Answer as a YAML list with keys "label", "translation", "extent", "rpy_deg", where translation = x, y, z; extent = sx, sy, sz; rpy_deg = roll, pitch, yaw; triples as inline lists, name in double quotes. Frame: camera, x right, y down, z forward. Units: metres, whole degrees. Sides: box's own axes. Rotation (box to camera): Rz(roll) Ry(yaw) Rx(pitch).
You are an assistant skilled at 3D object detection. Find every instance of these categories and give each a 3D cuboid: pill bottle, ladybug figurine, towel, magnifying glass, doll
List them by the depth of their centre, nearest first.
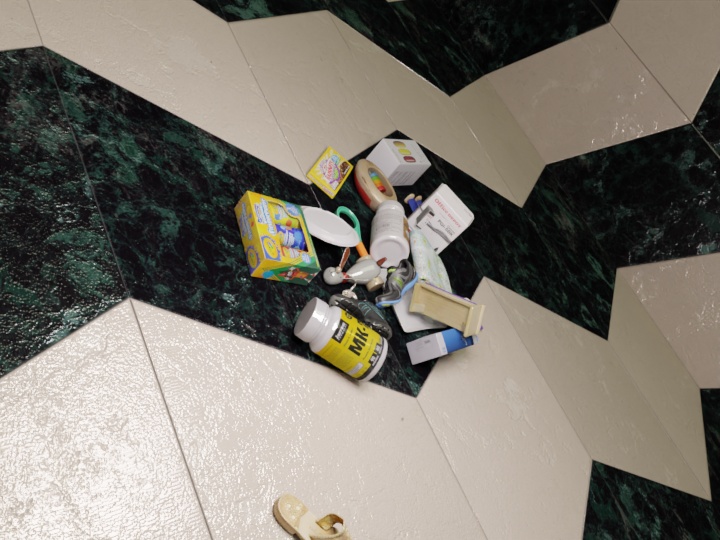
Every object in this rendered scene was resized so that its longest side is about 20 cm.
- label: "pill bottle"
  translation: [-0.045, 0.154, 1.420]
  extent: [0.198, 0.114, 0.116]
  rpy_deg: [34, 36, -18]
- label: "magnifying glass"
  translation: [-0.015, -0.096, 1.784]
  extent: [0.079, 0.022, 0.203]
  rpy_deg: [0, 58, -48]
- label: "pill bottle"
  translation: [0.085, -0.111, 1.827]
  extent: [0.113, 0.114, 0.202]
  rpy_deg: [32, 34, -21]
- label: "towel"
  translation: [0.206, -0.002, 1.844]
  extent: [0.200, 0.047, 0.174]
  rpy_deg: [44, 29, -46]
- label: "ladybug figurine"
  translation: [0.038, -0.257, 1.960]
  extent: [0.134, 0.072, 0.203]
  rpy_deg: [1, 56, -48]
- label: "doll"
  translation: [0.216, -0.158, 2.081]
  extent: [0.134, 0.048, 0.203]
  rpy_deg: [8, 50, -43]

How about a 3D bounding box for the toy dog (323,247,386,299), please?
- label: "toy dog"
  translation: [0.000, 0.000, 1.638]
  extent: [0.132, 0.096, 0.199]
  rpy_deg: [49, 34, 3]

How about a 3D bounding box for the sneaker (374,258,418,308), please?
- label: "sneaker"
  translation: [0.084, 0.035, 1.661]
  extent: [0.200, 0.070, 0.084]
  rpy_deg: [-45, 111, -47]

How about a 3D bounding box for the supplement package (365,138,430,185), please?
- label: "supplement package"
  translation: [0.126, -0.363, 2.132]
  extent: [0.198, 0.109, 0.115]
  rpy_deg: [-13, 65, -52]

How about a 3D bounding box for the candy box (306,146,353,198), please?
- label: "candy box"
  translation: [-0.090, -0.298, 1.901]
  extent: [0.102, 0.026, 0.201]
  rpy_deg: [38, 35, -9]

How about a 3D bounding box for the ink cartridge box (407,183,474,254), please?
- label: "ink cartridge box"
  translation: [0.228, -0.141, 1.940]
  extent: [0.147, 0.200, 0.083]
  rpy_deg: [45, 34, 0]

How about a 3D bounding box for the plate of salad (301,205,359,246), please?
- label: "plate of salad"
  translation: [-0.095, -0.111, 1.680]
  extent: [0.196, 0.049, 0.201]
  rpy_deg: [23, 23, -10]

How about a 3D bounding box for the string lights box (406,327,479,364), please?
- label: "string lights box"
  translation: [0.222, 0.192, 1.679]
  extent: [0.198, 0.102, 0.060]
  rpy_deg: [-7, 77, -50]

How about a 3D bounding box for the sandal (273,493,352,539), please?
- label: "sandal"
  translation: [-0.058, 0.467, 1.129]
  extent: [0.211, 0.070, 0.078]
  rpy_deg: [40, 34, -11]

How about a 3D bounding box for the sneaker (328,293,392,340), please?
- label: "sneaker"
  translation: [-0.005, 0.108, 1.558]
  extent: [0.199, 0.075, 0.080]
  rpy_deg: [36, 27, -32]

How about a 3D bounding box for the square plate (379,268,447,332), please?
- label: "square plate"
  translation: [0.137, 0.084, 1.768]
  extent: [0.197, 0.028, 0.201]
  rpy_deg: [1, 56, -48]

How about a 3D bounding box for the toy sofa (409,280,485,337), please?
- label: "toy sofa"
  translation: [0.235, 0.097, 1.674]
  extent: [0.198, 0.085, 0.096]
  rpy_deg: [23, 19, 38]

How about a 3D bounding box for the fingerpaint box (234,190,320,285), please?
- label: "fingerpaint box"
  translation: [-0.199, -0.077, 1.514]
  extent: [0.164, 0.073, 0.203]
  rpy_deg: [12, 47, -41]

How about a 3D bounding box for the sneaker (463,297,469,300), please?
- label: "sneaker"
  translation: [0.291, 0.130, 1.827]
  extent: [0.079, 0.075, 0.199]
  rpy_deg: [44, 19, 19]
